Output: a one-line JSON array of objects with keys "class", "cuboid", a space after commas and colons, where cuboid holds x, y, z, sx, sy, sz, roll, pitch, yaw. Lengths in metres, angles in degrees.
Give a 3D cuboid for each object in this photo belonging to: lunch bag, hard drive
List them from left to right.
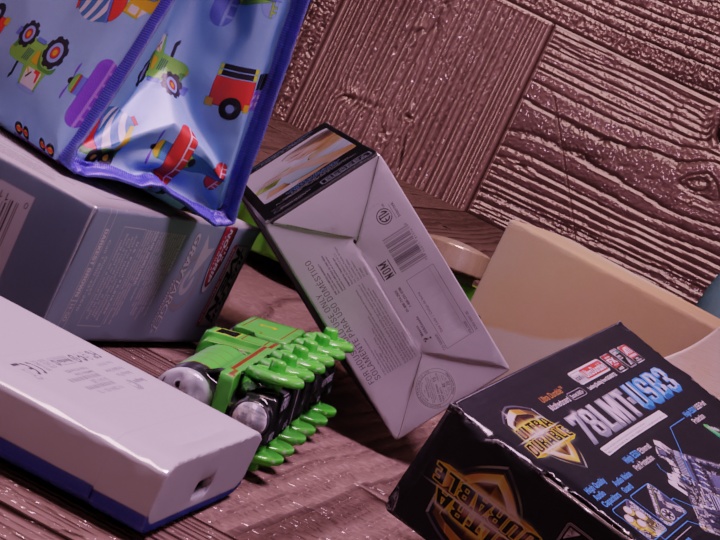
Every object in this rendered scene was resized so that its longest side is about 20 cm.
[{"class": "hard drive", "cuboid": [-0.136, 0.022, 0.817, 0.199, 0.026, 0.132, 27, 5, 9]}, {"class": "lunch bag", "cuboid": [-0.085, -0.144, 1.053, 0.094, 0.201, 0.150, 20, 8, -42]}]

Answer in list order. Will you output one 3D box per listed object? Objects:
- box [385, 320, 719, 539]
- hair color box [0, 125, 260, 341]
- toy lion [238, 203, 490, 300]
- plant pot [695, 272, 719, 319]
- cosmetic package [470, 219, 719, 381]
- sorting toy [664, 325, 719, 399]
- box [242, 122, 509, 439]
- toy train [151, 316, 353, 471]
[{"class": "box", "cuboid": [0.127, 0.104, 0.854, 0.198, 0.050, 0.200, 36, 17, 13]}, {"class": "hair color box", "cuboid": [-0.125, -0.017, 1.058, 0.099, 0.061, 0.200, 28, 6, 15]}, {"class": "toy lion", "cuboid": [0.020, 0.005, 1.572, 0.191, 0.069, 0.199, 21, 1, 39]}, {"class": "plant pot", "cuboid": [0.252, 0.070, 1.429, 0.134, 0.202, 0.200, -14, 33, -44]}, {"class": "cosmetic package", "cuboid": [0.148, 0.061, 1.362, 0.199, 0.106, 0.071, 28, 6, 37]}, {"class": "sorting toy", "cuboid": [0.197, 0.062, 1.159, 0.106, 0.181, 0.200, 24, 6, -16]}, {"class": "box", "cuboid": [0.000, 0.000, 1.181, 0.117, 0.060, 0.200, 58, -2, -11]}, {"class": "toy train", "cuboid": [-0.041, 0.044, 0.994, 0.056, 0.042, 0.200, 16, 5, 6]}]
